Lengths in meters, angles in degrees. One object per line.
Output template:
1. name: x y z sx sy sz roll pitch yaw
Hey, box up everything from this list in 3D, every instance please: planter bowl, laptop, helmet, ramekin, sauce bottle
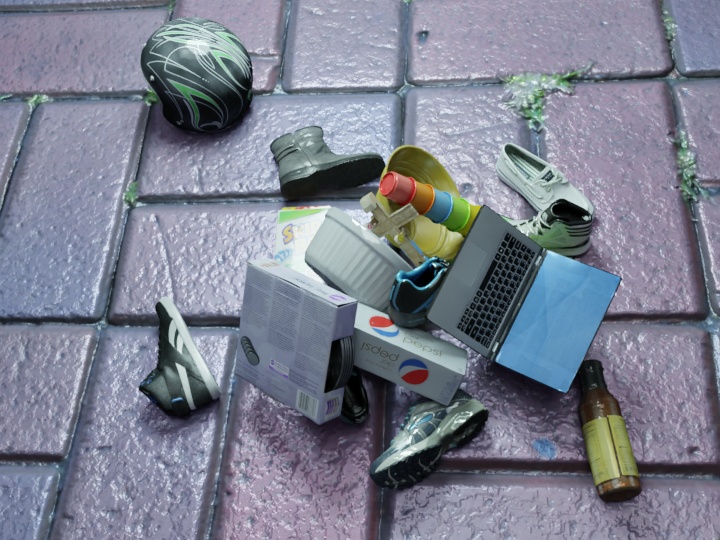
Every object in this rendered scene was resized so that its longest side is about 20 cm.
1. planter bowl: 0.083 -0.098 1.471 0.083 0.199 0.202 -25 47 41
2. laptop: 0.231 0.038 1.260 0.199 0.116 0.189 33 79 -23
3. helmet: -0.299 -0.369 1.640 0.197 0.191 0.202 -3 58 4
4. ramekin: 0.000 0.000 1.386 0.202 0.202 0.094 38 84 25
5. sauce bottle: 0.352 0.227 1.279 0.065 0.066 0.202 -6 58 3

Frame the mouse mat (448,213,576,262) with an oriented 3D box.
1. mouse mat: 0.244 -0.016 1.471 0.198 0.008 0.162 22 64 19

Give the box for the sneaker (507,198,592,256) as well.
1. sneaker: 0.276 -0.075 1.431 0.198 0.116 0.076 -4 59 5

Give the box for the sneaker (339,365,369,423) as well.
1. sneaker: -0.042 0.136 1.327 0.071 0.080 0.201 -31 87 -13

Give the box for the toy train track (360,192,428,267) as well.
1. toy train track: 0.067 -0.032 1.367 0.200 0.114 0.033 48 48 -13

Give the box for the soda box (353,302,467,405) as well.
1. soda box: 0.054 0.118 1.295 0.198 0.064 0.068 24 30 -1

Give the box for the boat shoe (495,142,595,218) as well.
1. boat shoe: 0.310 -0.144 1.505 0.199 0.067 0.074 34 69 24

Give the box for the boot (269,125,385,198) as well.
1. boot: -0.061 -0.212 1.594 0.197 0.070 0.133 -10 53 -4

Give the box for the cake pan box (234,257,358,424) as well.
1. cake pan box: -0.095 0.099 1.281 0.199 0.186 0.052 22 25 37

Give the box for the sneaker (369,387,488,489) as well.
1. sneaker: 0.089 0.243 1.306 0.199 0.078 0.086 -30 48 -19

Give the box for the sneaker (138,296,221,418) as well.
1. sneaker: -0.311 0.140 1.405 0.111 0.073 0.201 -28 61 -12

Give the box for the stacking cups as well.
1. stacking cups: 0.115 -0.110 1.404 0.060 0.199 0.061 -27 52 41

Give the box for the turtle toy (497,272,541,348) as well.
1. turtle toy: 0.255 0.058 1.367 0.144 0.101 0.202 17 74 17

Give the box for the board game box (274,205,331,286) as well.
1. board game box: -0.098 -0.030 1.512 0.094 0.030 0.202 -2 57 5

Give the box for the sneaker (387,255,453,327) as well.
1. sneaker: 0.133 0.019 1.304 0.198 0.083 0.073 -19 42 -23
